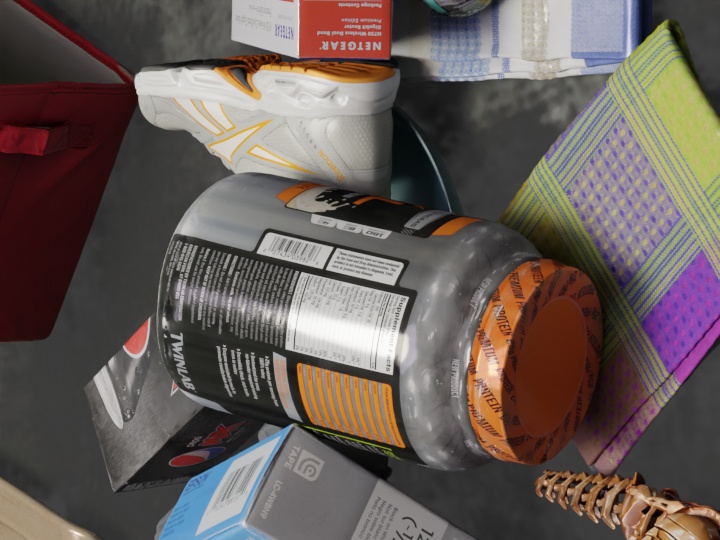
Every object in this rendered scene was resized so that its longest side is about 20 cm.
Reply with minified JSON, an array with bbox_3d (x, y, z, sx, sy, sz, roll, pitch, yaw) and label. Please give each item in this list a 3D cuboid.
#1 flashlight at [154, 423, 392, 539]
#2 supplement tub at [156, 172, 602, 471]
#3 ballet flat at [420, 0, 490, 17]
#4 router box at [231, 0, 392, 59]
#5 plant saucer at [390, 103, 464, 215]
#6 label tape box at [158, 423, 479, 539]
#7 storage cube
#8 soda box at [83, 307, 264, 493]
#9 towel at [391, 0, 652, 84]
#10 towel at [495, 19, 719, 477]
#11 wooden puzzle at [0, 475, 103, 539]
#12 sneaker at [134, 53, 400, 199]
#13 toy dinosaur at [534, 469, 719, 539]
[{"bbox_3d":[-0.045,0.125,1.601,0.200,0.067,0.068,-36,64,56],"label":"flashlight"},{"bbox_3d":[0.010,0.027,1.445,0.199,0.122,0.123,13,104,32],"label":"supplement tub"},{"bbox_3d":[0.045,-0.227,1.450,0.072,0.072,0.202,3,91,50],"label":"ballet flat"},{"bbox_3d":[-0.026,-0.202,1.517,0.200,0.048,0.181,-147,58,-76],"label":"router box"},{"bbox_3d":[0.000,0.000,1.583,0.200,0.027,0.202,9,101,52],"label":"plant saucer"},{"bbox_3d":[0.007,0.166,1.502,0.143,0.199,0.066,-33,29,61],"label":"label tape box"},{"bbox_3d":[-0.267,-0.072,1.757,0.200,0.171,0.181,34,112,30],"label":"storage cube"},{"bbox_3d":[-0.089,0.059,1.637,0.200,0.063,0.071,-43,60,59],"label":"soda box"},{"bbox_3d":[0.073,-0.167,1.490,0.199,0.024,0.148,1,92,48],"label":"towel"},{"bbox_3d":[0.129,-0.007,1.425,0.144,0.023,0.200,62,139,27],"label":"towel"},{"bbox_3d":[-0.228,0.216,1.872,0.199,0.046,0.187,23,111,42],"label":"wooden puzzle"},{"bbox_3d":[-0.054,-0.067,1.570,0.199,0.075,0.093,8,104,54],"label":"sneaker"},{"bbox_3d":[0.158,0.157,1.388,0.136,0.102,0.200,-62,30,13],"label":"toy dinosaur"}]
